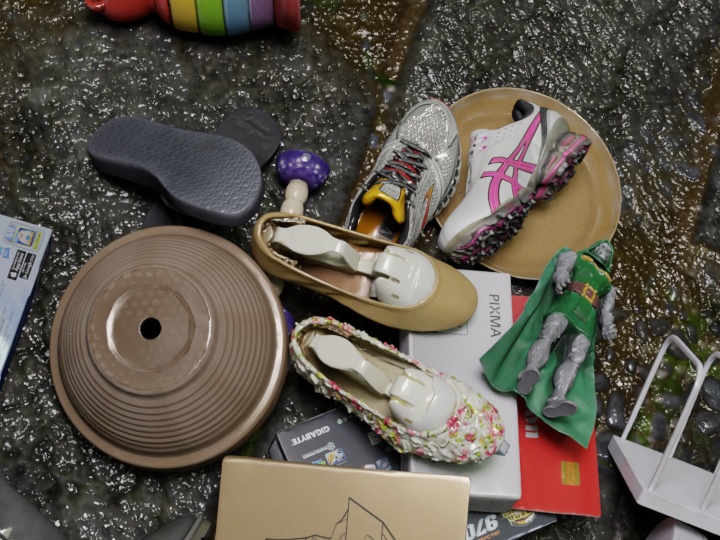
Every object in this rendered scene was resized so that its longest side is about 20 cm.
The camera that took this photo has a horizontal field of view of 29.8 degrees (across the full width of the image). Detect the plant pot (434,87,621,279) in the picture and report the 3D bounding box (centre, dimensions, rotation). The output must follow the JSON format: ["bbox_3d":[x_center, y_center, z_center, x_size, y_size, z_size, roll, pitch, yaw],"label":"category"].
[{"bbox_3d":[0.150,-0.080,1.283,0.197,0.028,0.202,5,66,-12],"label":"plant pot"}]

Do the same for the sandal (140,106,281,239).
[{"bbox_3d":[-0.136,-0.070,1.200,0.075,0.043,0.202,26,63,-1],"label":"sandal"}]

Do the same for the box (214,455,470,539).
[{"bbox_3d":[-0.018,0.234,1.051,0.197,0.021,0.166,4,84,8],"label":"box"}]

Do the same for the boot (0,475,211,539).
[{"bbox_3d":[-0.239,0.203,1.040,0.200,0.073,0.182,40,64,7],"label":"boot"}]

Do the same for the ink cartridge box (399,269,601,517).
[{"bbox_3d":[0.121,0.101,1.137,0.174,0.045,0.202,5,64,-10],"label":"ink cartridge box"}]

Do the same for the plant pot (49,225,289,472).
[{"bbox_3d":[-0.158,0.056,1.082,0.198,0.093,0.204,0,77,2],"label":"plant pot"}]

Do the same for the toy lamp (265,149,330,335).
[{"bbox_3d":[-0.073,-0.009,1.182,0.058,0.058,0.202,14,64,-7],"label":"toy lamp"}]

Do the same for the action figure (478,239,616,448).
[{"bbox_3d":[0.180,0.040,1.153,0.118,0.055,0.201,42,45,-13],"label":"action figure"}]

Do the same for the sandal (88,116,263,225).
[{"bbox_3d":[-0.152,-0.084,1.161,0.199,0.043,0.076,26,59,38],"label":"sandal"}]

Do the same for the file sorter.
[{"bbox_3d":[0.333,0.152,1.138,0.198,0.139,0.126,21,100,-4],"label":"file sorter"}]

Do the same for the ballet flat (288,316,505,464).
[{"bbox_3d":[0.020,0.093,1.070,0.198,0.064,0.076,23,75,26],"label":"ballet flat"}]

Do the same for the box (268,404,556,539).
[{"bbox_3d":[0.043,0.178,1.132,0.198,0.046,0.160,-20,72,-21],"label":"box"}]

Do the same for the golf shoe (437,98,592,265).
[{"bbox_3d":[0.123,-0.080,1.226,0.092,0.073,0.200,39,54,12],"label":"golf shoe"}]

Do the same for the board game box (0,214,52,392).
[{"bbox_3d":[-0.376,0.031,1.098,0.197,0.043,0.202,18,64,-7],"label":"board game box"}]

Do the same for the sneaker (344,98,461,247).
[{"bbox_3d":[0.037,-0.065,1.199,0.077,0.082,0.202,20,72,8],"label":"sneaker"}]

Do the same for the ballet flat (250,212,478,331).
[{"bbox_3d":[0.000,0.000,1.110,0.198,0.063,0.069,15,72,8],"label":"ballet flat"}]

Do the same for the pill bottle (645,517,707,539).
[{"bbox_3d":[0.321,0.291,1.109,0.199,0.120,0.120,30,63,0],"label":"pill bottle"}]

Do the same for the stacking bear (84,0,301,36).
[{"bbox_3d":[-0.155,-0.273,1.250,0.197,0.114,0.123,-2,54,-2],"label":"stacking bear"}]
